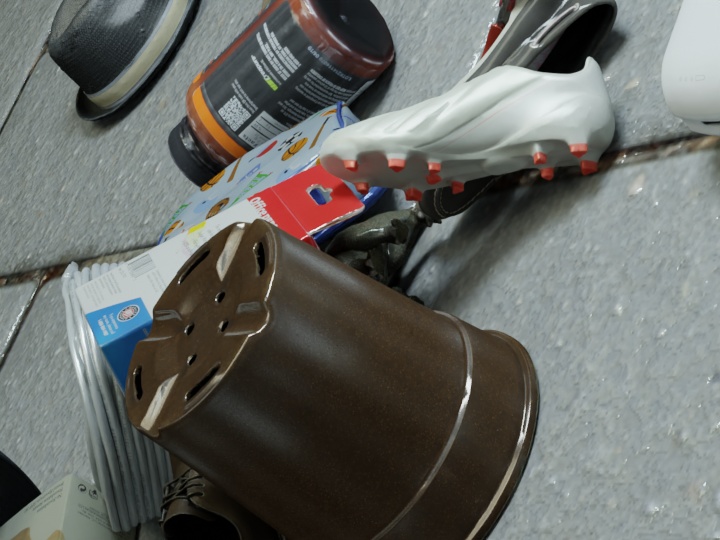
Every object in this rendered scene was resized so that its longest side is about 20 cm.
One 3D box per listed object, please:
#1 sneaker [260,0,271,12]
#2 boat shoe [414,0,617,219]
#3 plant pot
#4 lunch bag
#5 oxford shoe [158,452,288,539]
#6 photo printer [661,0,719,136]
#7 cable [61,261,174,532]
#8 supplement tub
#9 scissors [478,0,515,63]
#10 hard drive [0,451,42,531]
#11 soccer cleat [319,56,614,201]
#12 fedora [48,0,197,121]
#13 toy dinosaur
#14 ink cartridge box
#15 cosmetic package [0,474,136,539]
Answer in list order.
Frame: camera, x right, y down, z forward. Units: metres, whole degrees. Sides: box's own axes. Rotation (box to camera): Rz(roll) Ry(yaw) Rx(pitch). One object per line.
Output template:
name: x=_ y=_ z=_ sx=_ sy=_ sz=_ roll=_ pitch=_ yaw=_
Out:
sneaker: x=-0.047 y=-0.234 z=1.924 sx=0.075 sy=0.070 sz=0.201 roll=-10 pitch=53 yaw=32
boat shoe: x=0.106 y=-0.118 z=1.513 sx=0.057 sy=0.067 sz=0.201 roll=35 pitch=95 yaw=43
plant pot: x=-0.026 y=0.079 z=1.372 sx=0.200 sy=0.198 sz=0.201 roll=-39 pitch=32 yaw=30
lunch bag: x=-0.070 y=-0.039 z=1.651 sx=0.200 sy=0.076 sz=0.160 roll=-37 pitch=15 yaw=9
oxford shoe: x=-0.099 y=0.145 z=1.458 sx=0.073 sy=0.084 sz=0.201 roll=-44 pitch=55 yaw=28
photo printer: x=0.265 y=-0.173 z=1.301 sx=0.166 sy=0.069 sz=0.201 roll=-12 pitch=50 yaw=55
cable: x=-0.176 y=0.093 z=1.648 sx=0.200 sy=0.069 sz=0.201 roll=-142 pitch=42 yaw=-80
supplement tub: x=-0.072 y=-0.150 z=1.805 sx=0.200 sy=0.107 sz=0.107 roll=-41 pitch=30 yaw=29
scissors: x=0.099 y=-0.173 z=1.526 sx=0.073 sy=0.014 sz=0.200 roll=-57 pitch=-13 yaw=-24
hard drive: x=-0.309 y=0.207 z=1.744 sx=0.042 sy=0.200 sz=0.135 roll=16 pitch=69 yaw=22
soccer cleat: x=0.071 y=-0.097 z=1.467 sx=0.199 sy=0.069 sz=0.078 roll=-6 pitch=66 yaw=11
fedora: x=-0.253 y=-0.254 z=2.241 sx=0.200 sy=0.091 sz=0.201 roll=-40 pitch=31 yaw=30
toy dinosaur: x=0.000 y=0.000 z=1.553 sx=0.102 sy=0.077 sz=0.201 roll=-20 pitch=46 yaw=40
ink cartridge box: x=-0.086 y=0.011 z=1.498 sx=0.199 sy=0.067 sz=0.116 roll=-28 pitch=24 yaw=-5
cosmetic package: x=-0.235 y=0.267 z=1.657 sx=0.105 sy=0.071 sz=0.201 roll=-38 pitch=32 yaw=32
